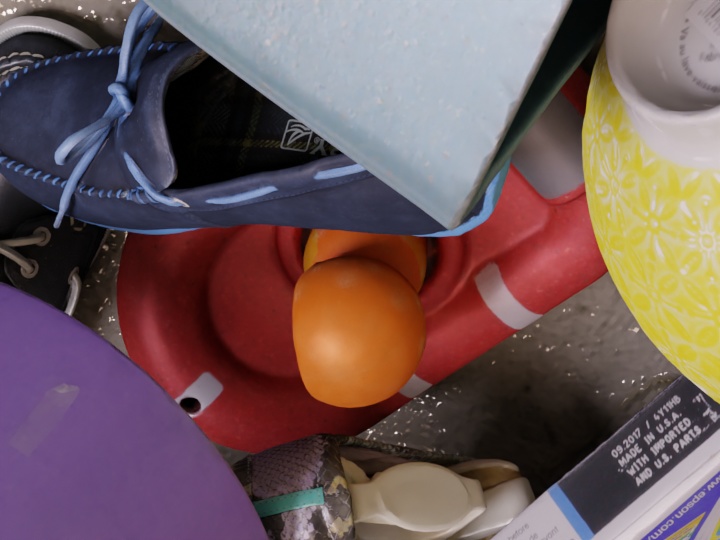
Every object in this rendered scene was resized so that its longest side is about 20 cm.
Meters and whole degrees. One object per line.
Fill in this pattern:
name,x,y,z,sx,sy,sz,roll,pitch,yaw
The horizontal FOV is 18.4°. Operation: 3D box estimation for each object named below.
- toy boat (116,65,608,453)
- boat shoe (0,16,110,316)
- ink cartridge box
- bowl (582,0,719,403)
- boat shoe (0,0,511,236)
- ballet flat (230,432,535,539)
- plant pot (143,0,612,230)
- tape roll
toy boat,0.000,0.000,0.784,0.200,0.131,0.131,-35,111,27
boat shoe,-0.138,0.000,0.848,0.076,0.060,0.200,14,124,1
ink cartridge box,0.105,0.140,0.852,0.198,0.043,0.200,-42,142,8
bowl,0.137,-0.059,0.668,0.200,0.200,0.108,-35,137,27
boat shoe,-0.047,-0.056,0.730,0.200,0.084,0.069,-1,162,29
ballet flat,0.027,0.096,0.823,0.072,0.072,0.200,-31,157,26
plant pot,0.007,-0.171,0.643,0.200,0.196,0.196,29,124,6
tape roll,-0.131,0.103,0.759,0.200,0.085,0.200,21,136,22
